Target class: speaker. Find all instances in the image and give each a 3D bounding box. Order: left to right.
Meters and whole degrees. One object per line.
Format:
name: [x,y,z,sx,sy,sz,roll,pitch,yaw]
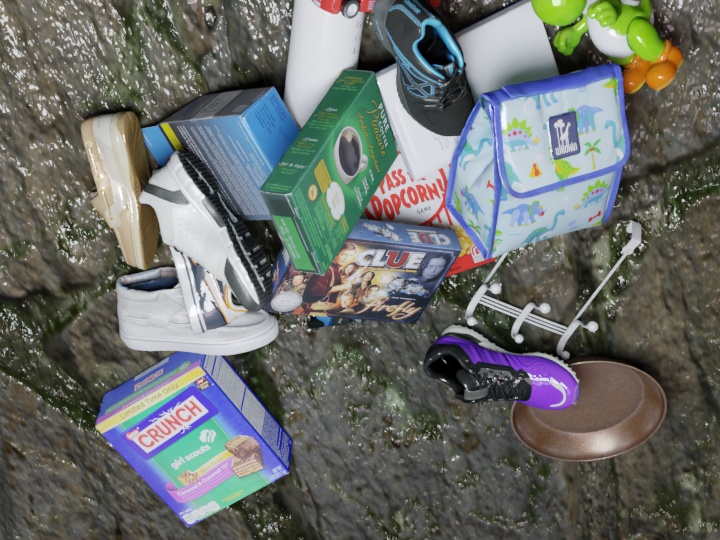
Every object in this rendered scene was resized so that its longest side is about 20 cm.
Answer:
speaker: [-0.038,-0.253,1.476,0.081,0.081,0.201,6,120,-4]

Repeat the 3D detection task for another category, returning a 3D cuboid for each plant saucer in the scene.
plant saucer: [0.292,0.172,1.728,0.199,0.037,0.201,1,134,1]

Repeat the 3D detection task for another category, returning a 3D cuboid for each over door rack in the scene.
over door rack: [0.234,0.010,1.638,0.147,0.067,0.200,21,117,-13]

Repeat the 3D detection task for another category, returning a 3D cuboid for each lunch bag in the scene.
lunch bag: [0.199,-0.129,1.479,0.169,0.128,0.201,-16,137,-21]

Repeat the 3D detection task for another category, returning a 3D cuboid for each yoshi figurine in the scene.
yoshi figurine: [0.253,-0.269,1.460,0.112,0.112,0.200,-37,111,25]

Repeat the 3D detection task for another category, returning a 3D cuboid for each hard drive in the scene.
hard drive: [0.124,-0.203,1.502,0.199,0.025,0.132,-27,118,-8]

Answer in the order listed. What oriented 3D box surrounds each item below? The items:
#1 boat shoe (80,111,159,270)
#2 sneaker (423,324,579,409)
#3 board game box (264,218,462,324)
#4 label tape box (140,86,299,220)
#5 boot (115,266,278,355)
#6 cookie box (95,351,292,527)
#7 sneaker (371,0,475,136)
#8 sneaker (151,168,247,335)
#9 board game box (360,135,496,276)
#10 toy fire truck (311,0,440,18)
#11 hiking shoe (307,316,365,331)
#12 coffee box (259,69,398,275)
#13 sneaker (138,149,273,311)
boat shoe: [-0.284,-0.094,1.573,0.069,0.074,0.201,2,119,12]
sneaker: [0.164,0.136,1.639,0.199,0.099,0.070,17,119,27]
board game box: [0.000,0.000,1.547,0.199,0.035,0.136,5,136,-26]
label tape box: [-0.145,-0.130,1.539,0.200,0.063,0.144,2,131,47]
boot: [-0.202,0.046,1.645,0.199,0.074,0.096,-2,125,0]
cookie box: [-0.213,0.211,1.738,0.171,0.075,0.200,-30,115,16]
sneaker: [0.077,-0.205,1.410,0.073,0.082,0.200,-42,134,-6]
sneaker: [-0.188,-0.030,1.585,0.079,0.078,0.201,-16,101,-5]
board game box: [0.059,-0.081,1.594,0.151,0.046,0.201,-19,118,8]
toy fire truck: [0.046,-0.340,1.390,0.199,0.049,0.142,-11,126,-33]
hiking shoe: [-0.061,-0.001,1.614,0.086,0.075,0.200,-19,125,13]
coffee box: [-0.029,-0.107,1.432,0.044,0.200,0.123,9,141,29]
sneaker: [-0.172,-0.035,1.511,0.080,0.074,0.200,-35,85,16]
